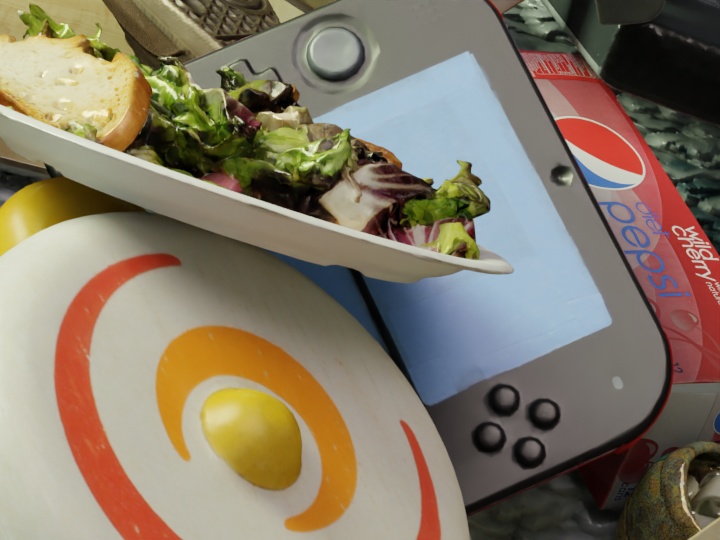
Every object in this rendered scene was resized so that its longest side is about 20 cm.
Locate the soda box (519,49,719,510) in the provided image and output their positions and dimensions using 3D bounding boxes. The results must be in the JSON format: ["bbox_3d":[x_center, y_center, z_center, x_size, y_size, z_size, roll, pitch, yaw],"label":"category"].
[{"bbox_3d":[0.092,0.000,1.109,0.063,0.070,0.200,-1,42,-26],"label":"soda box"}]

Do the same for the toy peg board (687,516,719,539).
[{"bbox_3d":[0.114,0.143,0.863,0.199,0.200,0.098,-28,73,-43],"label":"toy peg board"}]

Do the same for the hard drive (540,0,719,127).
[{"bbox_3d":[0.149,-0.099,1.213,0.139,0.033,0.200,19,15,-13],"label":"hard drive"}]

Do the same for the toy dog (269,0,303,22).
[{"bbox_3d":[0.011,-0.193,1.218,0.096,0.200,0.132,51,22,26],"label":"toy dog"}]

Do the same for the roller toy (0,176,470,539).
[{"bbox_3d":[-0.064,0.080,0.857,0.182,0.140,0.200,36,37,-13],"label":"roller toy"}]

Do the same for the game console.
[{"bbox_3d":[0.000,0.000,1.012,0.176,0.031,0.201,-21,70,-12],"label":"game console"}]

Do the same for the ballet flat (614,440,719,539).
[{"bbox_3d":[0.184,0.125,1.005,0.200,0.071,0.071,31,40,13],"label":"ballet flat"}]

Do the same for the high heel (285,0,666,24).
[{"bbox_3d":[0.046,-0.153,1.164,0.199,0.072,0.143,7,37,16],"label":"high heel"}]

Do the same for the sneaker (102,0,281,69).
[{"bbox_3d":[-0.055,-0.058,1.108,0.070,0.076,0.200,2,38,-50],"label":"sneaker"}]

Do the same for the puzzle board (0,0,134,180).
[{"bbox_3d":[-0.168,-0.095,1.156,0.199,0.017,0.151,13,40,-7],"label":"puzzle board"}]

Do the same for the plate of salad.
[{"bbox_3d":[-0.041,-0.041,0.915,0.199,0.048,0.200,18,4,-1],"label":"plate of salad"}]
